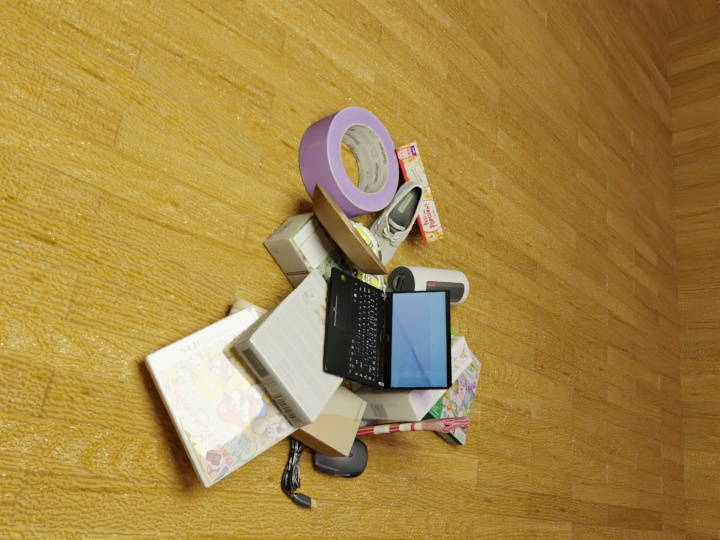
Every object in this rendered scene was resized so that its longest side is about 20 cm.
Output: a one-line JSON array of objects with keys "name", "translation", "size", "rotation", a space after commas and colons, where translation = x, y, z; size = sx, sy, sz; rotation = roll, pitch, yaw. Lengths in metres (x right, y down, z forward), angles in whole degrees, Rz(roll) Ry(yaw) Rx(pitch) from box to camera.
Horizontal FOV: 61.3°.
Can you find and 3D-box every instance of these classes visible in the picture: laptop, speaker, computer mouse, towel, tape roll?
[{"name": "laptop", "translation": [0.049, 0.094, 0.995], "size": [0.198, 0.102, 0.181], "rotation": [26, 55, -37]}, {"name": "speaker", "translation": [0.149, 0.034, 1.320], "size": [0.198, 0.080, 0.083], "rotation": [5, 79, -46]}, {"name": "computer mouse", "translation": [-0.051, 0.351, 1.076], "size": [0.199, 0.045, 0.143], "rotation": [34, 59, -38]}, {"name": "towel", "translation": [0.083, 0.284, 1.095], "size": [0.143, 0.197, 0.023], "rotation": [17, 64, -58]}, {"name": "tape roll", "translation": [-0.019, -0.207, 1.183], "size": [0.198, 0.084, 0.205], "rotation": [11, 75, -46]}]

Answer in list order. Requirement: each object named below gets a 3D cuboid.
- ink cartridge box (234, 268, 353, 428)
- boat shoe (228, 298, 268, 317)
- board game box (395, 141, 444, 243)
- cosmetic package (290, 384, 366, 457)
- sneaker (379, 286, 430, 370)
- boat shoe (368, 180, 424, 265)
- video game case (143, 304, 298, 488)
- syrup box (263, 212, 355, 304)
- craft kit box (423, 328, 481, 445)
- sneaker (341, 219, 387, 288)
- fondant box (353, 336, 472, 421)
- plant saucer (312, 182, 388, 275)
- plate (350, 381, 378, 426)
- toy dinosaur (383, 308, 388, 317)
[{"name": "ink cartridge box", "translation": [-0.086, 0.116, 0.957], "size": [0.161, 0.047, 0.200], "rotation": [54, 39, -13]}, {"name": "boat shoe", "translation": [-0.132, 0.091, 1.018], "size": [0.198, 0.073, 0.071], "rotation": [18, 76, -42]}, {"name": "board game box", "translation": [0.126, -0.170, 1.299], "size": [0.152, 0.045, 0.204], "rotation": [-70, 143, -79]}, {"name": "cosmetic package", "translation": [-0.094, 0.220, 1.010], "size": [0.199, 0.071, 0.107], "rotation": [36, 59, -24]}, {"name": "sneaker", "translation": [0.083, 0.105, 1.101], "size": [0.079, 0.078, 0.202], "rotation": [58, 15, -47]}, {"name": "boat shoe", "translation": [0.061, -0.088, 1.200], "size": [0.073, 0.065, 0.203], "rotation": [26, 96, -7]}, {"name": "video game case", "translation": [-0.193, 0.178, 0.895], "size": [0.180, 0.023, 0.203], "rotation": [-26, 91, -34]}, {"name": "syrup box", "translation": [-0.075, 0.004, 1.087], "size": [0.079, 0.081, 0.202], "rotation": [-49, 119, -34]}, {"name": "craft kit box", "translation": [0.193, 0.250, 1.331], "size": [0.200, 0.048, 0.201], "rotation": [47, 49, -43]}, {"name": "sneaker", "translation": [0.000, 0.000, 1.173], "size": [0.076, 0.075, 0.204], "rotation": [-29, 102, -45]}, {"name": "fondant box", "translation": [0.101, 0.200, 1.146], "size": [0.199, 0.143, 0.059], "rotation": [-37, 108, -42]}, {"name": "plant saucer", "translation": [-0.026, -0.063, 1.052], "size": [0.035, 0.201, 0.201], "rotation": [-38, 119, 5]}, {"name": "plate", "translation": [0.056, 0.195, 1.227], "size": [0.198, 0.032, 0.204], "rotation": [-6, 87, -46]}, {"name": "toy dinosaur", "translation": [-0.041, 0.098, 1.042], "size": [0.197, 0.058, 0.103], "rotation": [2, 81, -35]}]
